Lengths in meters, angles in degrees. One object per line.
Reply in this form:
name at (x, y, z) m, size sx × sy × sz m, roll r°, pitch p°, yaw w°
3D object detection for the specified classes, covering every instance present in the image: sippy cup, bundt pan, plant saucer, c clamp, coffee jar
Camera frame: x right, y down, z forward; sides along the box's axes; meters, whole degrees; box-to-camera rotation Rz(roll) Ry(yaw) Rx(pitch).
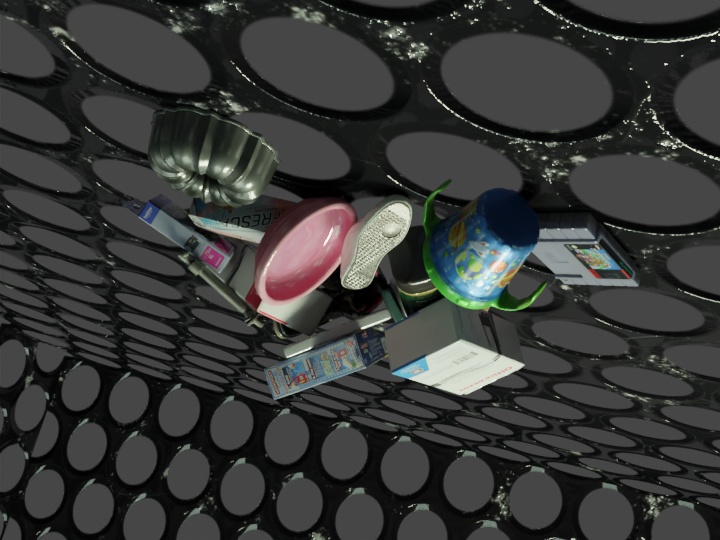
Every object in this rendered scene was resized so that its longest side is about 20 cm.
sippy cup at (0.170, -0.038, 1.279) m, size 0.175 × 0.142 × 0.131 m, roll 18°, pitch 143°, yaw -18°
bundt pan at (-0.218, -0.153, 1.375) m, size 0.198 × 0.077 × 0.202 m, roll 15°, pitch 164°, yaw 4°
plant saucer at (0.068, 0.069, 1.762) m, size 0.019 × 0.071 × 0.200 m, roll -29°, pitch 173°, yaw 5°
plant saucer at (-0.091, -0.037, 1.472) m, size 0.051 × 0.201 × 0.201 m, roll 42°, pitch 174°, yaw 25°
c clamp at (-0.234, 0.034, 1.605) m, size 0.200 × 0.027 × 0.171 m, roll 43°, pitch 174°, yaw -15°
coffee jar at (0.096, 0.007, 1.530) m, size 0.084 × 0.106 × 0.200 m, roll -15°, pitch 159°, yaw 3°

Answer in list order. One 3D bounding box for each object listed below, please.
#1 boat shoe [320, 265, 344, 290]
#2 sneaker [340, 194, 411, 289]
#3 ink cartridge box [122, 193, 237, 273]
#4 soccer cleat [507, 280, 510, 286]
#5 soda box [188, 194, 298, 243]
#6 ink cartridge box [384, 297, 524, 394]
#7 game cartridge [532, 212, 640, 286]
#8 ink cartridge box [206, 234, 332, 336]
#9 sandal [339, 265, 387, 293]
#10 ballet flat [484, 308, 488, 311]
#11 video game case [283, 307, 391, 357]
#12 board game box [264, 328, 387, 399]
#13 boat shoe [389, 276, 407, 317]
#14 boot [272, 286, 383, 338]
boat shoe at (-0.070, -0.016, 1.685) m, size 0.064 × 0.073 × 0.199 m, roll -4°, pitch 158°, yaw 33°
sneaker at (0.014, -0.063, 1.449) m, size 0.071 × 0.086 × 0.201 m, roll 12°, pitch 139°, yaw -23°
ink cartridge box at (-0.306, -0.074, 1.631) m, size 0.198 × 0.042 × 0.119 m, roll 33°, pitch -172°, yaw -6°
soccer cleat at (0.181, 0.033, 1.604) m, size 0.069 × 0.088 × 0.201 m, roll -13°, pitch 154°, yaw -30°
soda box at (-0.177, -0.087, 1.563) m, size 0.196 × 0.065 × 0.069 m, roll 12°, pitch 163°, yaw 10°
ink cartridge box at (0.157, 0.128, 1.576) m, size 0.143 × 0.086 × 0.198 m, roll -29°, pitch 147°, yaw 31°
game cartridge at (0.309, -0.026, 1.360) m, size 0.128 × 0.039 × 0.199 m, roll 7°, pitch 161°, yaw 41°
ink cartridge box at (-0.167, 0.021, 1.726) m, size 0.144 × 0.085 × 0.199 m, roll 30°, pitch -177°, yaw -43°
sandal at (0.000, 0.000, 1.658) m, size 0.073 × 0.046 × 0.201 m, roll -5°, pitch 148°, yaw 20°
ballet flat at (0.185, 0.087, 1.747) m, size 0.066 × 0.077 × 0.199 m, roll -2°, pitch 171°, yaw -26°
video game case at (-0.043, 0.114, 1.729) m, size 0.196 × 0.023 × 0.182 m, roll -21°, pitch 177°, yaw -4°
board game box at (-0.062, 0.165, 1.711) m, size 0.196 × 0.063 × 0.200 m, roll -21°, pitch 177°, yaw 14°
boat shoe at (0.125, 0.089, 1.734) m, size 0.202 × 0.061 × 0.072 m, roll 57°, pitch -175°, yaw 3°
boot at (-0.057, 0.068, 1.800) m, size 0.198 × 0.075 × 0.149 m, roll -21°, pitch -174°, yaw -41°
